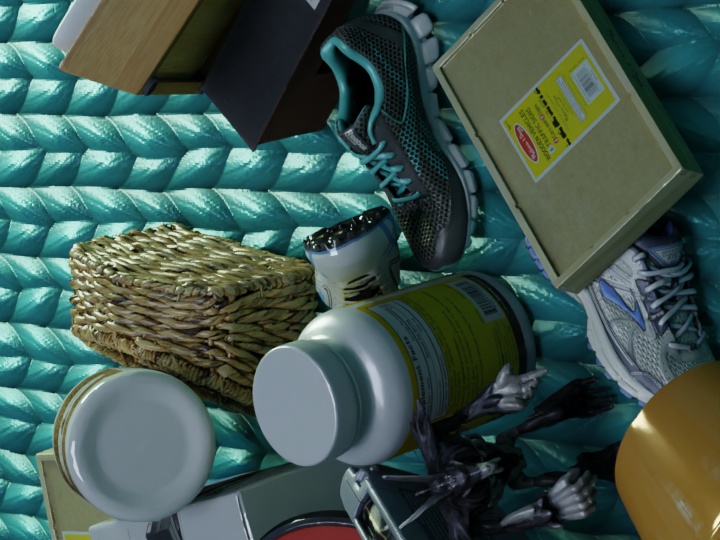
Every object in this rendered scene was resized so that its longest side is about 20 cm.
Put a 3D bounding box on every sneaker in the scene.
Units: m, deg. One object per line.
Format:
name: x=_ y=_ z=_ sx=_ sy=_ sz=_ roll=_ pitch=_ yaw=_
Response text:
sneaker: x=0.000 y=0.000 z=1.730 sx=0.200 sy=0.071 sz=0.073 roll=72 pitch=176 yaw=-83
sneaker: x=0.189 y=0.014 z=1.595 sx=0.200 sy=0.077 sz=0.085 roll=53 pitch=128 yaw=21
sneaker: x=0.020 y=-0.093 z=1.724 sx=0.077 sy=0.091 sz=0.202 roll=-18 pitch=88 yaw=47

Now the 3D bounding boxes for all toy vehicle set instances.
toy vehicle set: x=-0.223 y=0.256 z=2.107 sx=0.124 sy=0.026 sz=0.202 roll=-3 pitch=99 yaw=46
toy vehicle set: x=0.136 y=-0.102 z=1.600 sx=0.124 sy=0.026 sz=0.201 roll=-44 pitch=58 yaw=28

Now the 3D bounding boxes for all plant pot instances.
plant pot: x=0.260 y=0.158 z=1.494 sx=0.183 sy=0.199 sz=0.201 roll=49 pitch=133 yaw=46

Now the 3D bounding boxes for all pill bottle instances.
pill bottle: x=-0.183 y=0.133 z=1.861 sx=0.200 sy=0.113 sz=0.115 roll=173 pitch=83 yaw=-78
pill bottle: x=0.023 y=0.073 z=1.688 sx=0.112 sy=0.199 sz=0.113 roll=15 pitch=112 yaw=43

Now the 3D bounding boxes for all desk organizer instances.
desk organizer: x=-0.036 y=-0.190 z=1.764 sx=0.072 sy=0.077 sz=0.201 roll=50 pitch=131 yaw=24

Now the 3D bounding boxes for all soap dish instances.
soap dish: x=-0.136 y=-0.203 z=1.760 sx=0.081 sy=0.200 sz=0.158 roll=36 pitch=100 yaw=7

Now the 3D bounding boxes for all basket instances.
basket: x=-0.141 y=0.059 z=1.895 sx=0.199 sy=0.142 sz=0.150 roll=17 pitch=112 yaw=42

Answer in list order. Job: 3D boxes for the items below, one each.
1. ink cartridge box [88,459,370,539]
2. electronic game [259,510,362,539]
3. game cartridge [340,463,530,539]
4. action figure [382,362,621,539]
ink cartridge box: x=-0.096 y=0.210 z=1.890 sx=0.199 sy=0.144 sz=0.085 roll=-17 pitch=90 yaw=46
electronic game: x=-0.001 y=0.264 z=1.731 sx=0.198 sy=0.042 sz=0.202 roll=10 pitch=119 yaw=19
game cartridge: x=0.074 y=0.205 z=1.622 sx=0.041 sy=0.132 sz=0.200 roll=-67 pitch=27 yaw=19
action figure: x=0.109 y=0.123 z=1.614 sx=0.102 sy=0.199 sz=0.120 roll=-33 pitch=78 yaw=43
